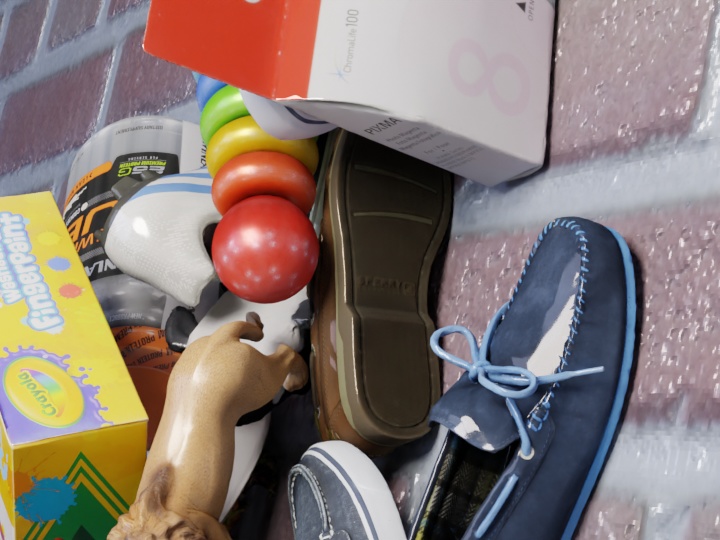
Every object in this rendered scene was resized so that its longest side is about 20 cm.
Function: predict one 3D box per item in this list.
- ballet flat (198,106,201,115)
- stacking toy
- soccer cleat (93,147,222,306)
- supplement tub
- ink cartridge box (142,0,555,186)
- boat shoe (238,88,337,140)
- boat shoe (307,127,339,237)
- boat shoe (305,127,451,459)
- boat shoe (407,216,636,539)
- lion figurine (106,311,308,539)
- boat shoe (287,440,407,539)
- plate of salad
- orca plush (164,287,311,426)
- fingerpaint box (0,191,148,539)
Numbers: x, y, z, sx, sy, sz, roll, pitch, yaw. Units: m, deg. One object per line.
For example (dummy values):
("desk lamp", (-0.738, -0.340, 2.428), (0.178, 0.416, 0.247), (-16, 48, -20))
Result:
("ballet flat", (-0.074, -0.173, 1.269), (0.070, 0.067, 0.201), (-29, 44, 24))
("stacking toy", (-0.049, -0.072, 0.968), (0.085, 0.085, 0.201), (-46, 40, 46))
("soccer cleat", (-0.070, -0.032, 1.075), (0.200, 0.086, 0.070), (-35, -24, -53))
("supplement tub", (-0.133, 0.008, 1.173), (0.123, 0.122, 0.201), (-53, 26, 38))
("ink cartridge box", (0.005, -0.146, 0.893), (0.057, 0.199, 0.163), (-21, 55, 50))
("boat shoe", (0.005, -0.136, 0.956), (0.067, 0.074, 0.200), (-26, 17, 37))
("boat shoe", (-0.026, -0.082, 1.062), (0.073, 0.064, 0.201), (73, -157, -55))
("boat shoe", (0.000, 0.000, 0.970), (0.068, 0.072, 0.201), (-33, 46, 54))
("boat shoe", (0.063, 0.072, 0.791), (0.084, 0.068, 0.201), (3, 77, 65))
("lion figurine", (-0.077, 0.093, 0.887), (0.123, 0.072, 0.201), (61, -150, -63))
("boat shoe", (-0.022, 0.158, 0.853), (0.201, 0.090, 0.071), (-114, 27, -46))
("plate of salad", (-0.114, 0.161, 1.116), (0.200, 0.048, 0.200), (-45, 14, 15))
("orca plush", (-0.054, 0.039, 1.068), (0.200, 0.105, 0.071), (-102, -4, -63))
("fingerpaint box", (-0.172, 0.084, 0.989), (0.200, 0.073, 0.168), (-122, 30, -47))
